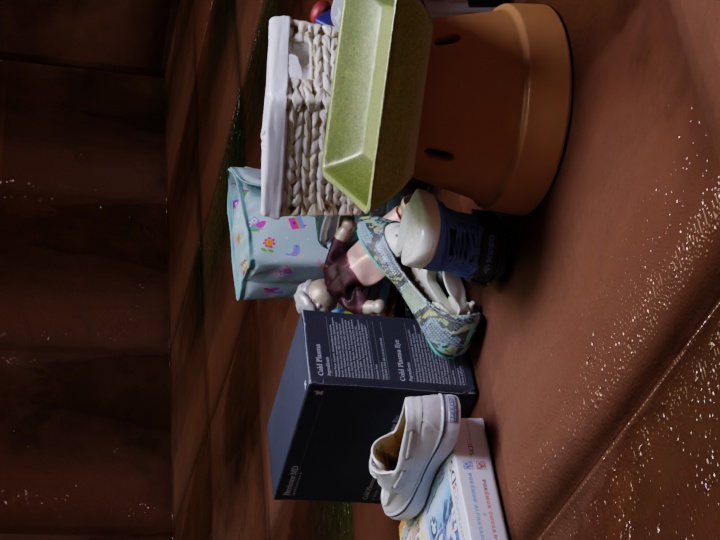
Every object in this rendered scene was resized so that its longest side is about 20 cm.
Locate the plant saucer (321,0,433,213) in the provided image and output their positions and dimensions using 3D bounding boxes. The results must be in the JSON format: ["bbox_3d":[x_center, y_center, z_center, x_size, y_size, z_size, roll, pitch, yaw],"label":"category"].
[{"bbox_3d":[0.018,-0.167,1.331,0.200,0.047,0.203,-134,50,-71],"label":"plant saucer"}]

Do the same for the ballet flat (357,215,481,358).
[{"bbox_3d":[0.067,-0.001,1.531,0.201,0.074,0.075,55,145,27],"label":"ballet flat"}]

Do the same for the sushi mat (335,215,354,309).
[{"bbox_3d":[0.004,-0.042,1.810,0.012,0.095,0.202,38,127,42],"label":"sushi mat"}]

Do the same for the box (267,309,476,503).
[{"bbox_3d":[0.006,0.151,1.563,0.105,0.179,0.201,-101,21,-44],"label":"box"}]

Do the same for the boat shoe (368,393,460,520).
[{"bbox_3d":[0.041,0.189,1.472,0.201,0.069,0.072,114,159,-52],"label":"boat shoe"}]

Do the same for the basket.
[{"bbox_3d":[-0.049,-0.168,1.643,0.201,0.121,0.137,99,171,-50],"label":"basket"}]

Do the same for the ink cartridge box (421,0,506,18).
[{"bbox_3d":[0.080,-0.227,1.552,0.201,0.093,0.038,116,144,-55],"label":"ink cartridge box"}]

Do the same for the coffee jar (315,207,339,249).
[{"bbox_3d":[-0.024,-0.131,1.938,0.105,0.084,0.202,107,160,-49],"label":"coffee jar"}]

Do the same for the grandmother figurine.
[{"bbox_3d":[0.000,0.000,1.691,0.199,0.060,0.123,-35,55,29],"label":"grandmother figurine"}]

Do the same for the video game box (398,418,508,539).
[{"bbox_3d":[0.093,0.281,1.465,0.201,0.046,0.184,109,162,-44],"label":"video game box"}]

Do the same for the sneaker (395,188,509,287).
[{"bbox_3d":[0.096,-0.029,1.400,0.200,0.110,0.078,157,125,-87],"label":"sneaker"}]

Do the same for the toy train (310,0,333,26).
[{"bbox_3d":[-0.027,-0.276,1.839,0.084,0.200,0.117,29,138,26],"label":"toy train"}]

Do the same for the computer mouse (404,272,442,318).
[{"bbox_3d":[0.085,0.010,1.610,0.059,0.034,0.201,59,156,21],"label":"computer mouse"}]

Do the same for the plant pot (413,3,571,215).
[{"bbox_3d":[0.100,-0.160,1.382,0.200,0.138,0.203,-175,90,-76],"label":"plant pot"}]

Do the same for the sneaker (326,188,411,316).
[{"bbox_3d":[0.004,-0.011,1.759,0.079,0.094,0.203,-45,-32,-74],"label":"sneaker"}]

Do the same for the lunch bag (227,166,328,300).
[{"bbox_3d":[-0.099,-0.066,2.037,0.123,0.168,0.202,112,154,-51],"label":"lunch bag"}]

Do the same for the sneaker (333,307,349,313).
[{"bbox_3d":[-0.016,0.086,1.877,0.200,0.070,0.084,-122,45,-61],"label":"sneaker"}]

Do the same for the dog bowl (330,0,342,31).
[{"bbox_3d":[0.049,-0.303,1.516,0.059,0.199,0.201,45,148,11],"label":"dog bowl"}]
